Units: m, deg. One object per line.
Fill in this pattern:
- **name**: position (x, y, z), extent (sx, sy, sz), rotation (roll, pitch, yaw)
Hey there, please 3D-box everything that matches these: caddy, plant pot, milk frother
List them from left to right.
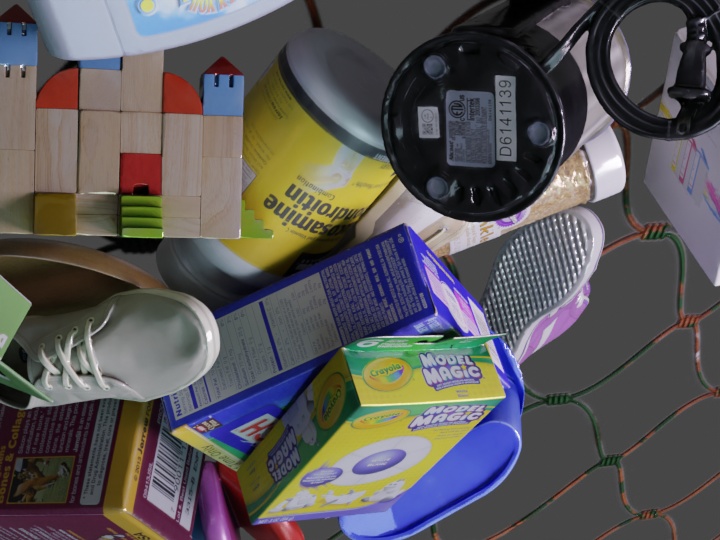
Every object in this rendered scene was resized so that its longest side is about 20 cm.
- **plant pot**: position (-0.207, 0.027, 1.073), extent (0.199, 0.028, 0.200), rotation (7, 152, 4)
- **caddy**: position (0.036, 0.121, 1.217), extent (0.199, 0.105, 0.142), rotation (-30, 104, 8)
- **milk frother**: position (0.143, -0.124, 0.973), extent (0.188, 0.199, 0.181), rotation (-41, 149, -61)

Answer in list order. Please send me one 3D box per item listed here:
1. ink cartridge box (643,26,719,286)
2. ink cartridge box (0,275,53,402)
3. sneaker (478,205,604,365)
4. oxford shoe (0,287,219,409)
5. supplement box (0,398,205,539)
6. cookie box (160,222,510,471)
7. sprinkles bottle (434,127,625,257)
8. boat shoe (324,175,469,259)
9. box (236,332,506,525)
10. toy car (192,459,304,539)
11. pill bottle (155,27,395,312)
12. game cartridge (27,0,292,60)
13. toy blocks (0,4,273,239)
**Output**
- **ink cartridge box**: position (0.318, -0.094, 1.221), extent (0.128, 0.126, 0.200), rotation (-17, 143, -12)
- **ink cartridge box**: position (-0.273, 0.008, 0.936), extent (0.059, 0.199, 0.104), rotation (-62, 149, -18)
- **sneaker**: position (0.164, 0.003, 1.294), extent (0.114, 0.073, 0.201), rotation (-25, 159, -39)
- **oxford shoe**: position (-0.179, 0.056, 1.005), extent (0.199, 0.076, 0.058), rotation (-7, -171, 30)
- **supplement box**: position (-0.219, 0.132, 1.104), extent (0.199, 0.132, 0.103), rotation (-3, 152, 22)
- **cookie box**: position (-0.019, 0.067, 1.070), extent (0.199, 0.075, 0.171), rotation (-25, 152, 13)
- **sprinkles bottle**: position (0.102, -0.059, 1.182), extent (0.199, 0.068, 0.068), rotation (-21, 144, -7)
- **boat shoe**: position (0.000, 0.000, 1.108), extent (0.068, 0.075, 0.200), rotation (36, 123, -16)
- **box**: position (0.010, 0.104, 1.022), extent (0.117, 0.049, 0.200), rotation (-1, 145, -31)
- **toy car**: position (-0.114, 0.192, 1.295), extent (0.199, 0.150, 0.175), rotation (-21, 145, -7)
- **pill bottle**: position (-0.054, -0.059, 1.049), extent (0.112, 0.112, 0.200), rotation (13, 129, -41)
- **game cartridge**: position (-0.101, -0.199, 0.879), extent (0.199, 0.041, 0.134), rotation (-21, 129, -7)
- **toy blocks**: position (-0.150, -0.090, 0.948), extent (0.199, 0.138, 0.100), rotation (2, -178, -12)
